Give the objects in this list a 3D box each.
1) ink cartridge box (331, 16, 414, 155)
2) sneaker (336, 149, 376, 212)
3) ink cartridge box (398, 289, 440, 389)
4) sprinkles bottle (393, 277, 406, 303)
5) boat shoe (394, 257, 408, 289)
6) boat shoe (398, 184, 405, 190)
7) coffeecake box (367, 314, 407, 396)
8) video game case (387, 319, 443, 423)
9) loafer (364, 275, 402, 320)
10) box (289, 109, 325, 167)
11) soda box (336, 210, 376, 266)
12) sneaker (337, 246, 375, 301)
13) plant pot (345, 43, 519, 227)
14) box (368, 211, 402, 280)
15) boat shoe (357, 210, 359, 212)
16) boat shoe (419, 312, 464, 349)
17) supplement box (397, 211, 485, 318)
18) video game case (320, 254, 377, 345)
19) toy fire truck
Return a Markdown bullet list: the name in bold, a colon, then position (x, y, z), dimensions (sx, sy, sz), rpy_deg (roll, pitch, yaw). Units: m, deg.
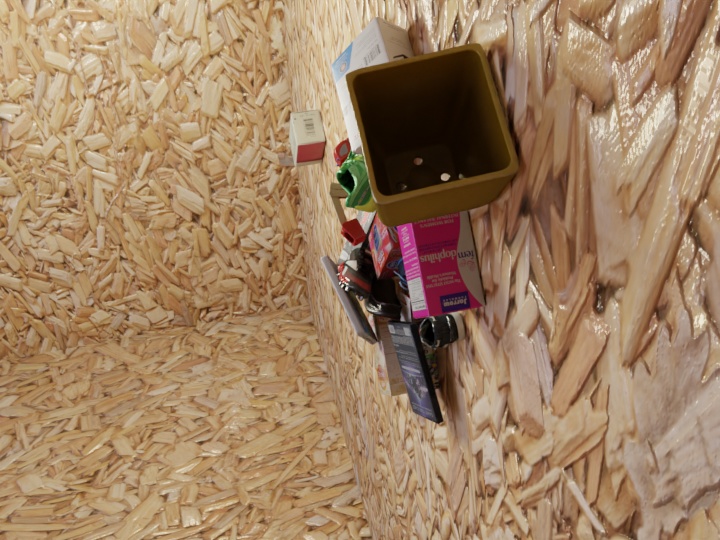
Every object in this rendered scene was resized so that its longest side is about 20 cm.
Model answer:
- **ink cartridge box**: position (0.036, -0.329, 1.282), dimensions (0.145, 0.083, 0.203), rpy_deg (-34, 61, 42)
- **sneaker**: position (-0.007, -0.205, 1.366), dimensions (0.074, 0.082, 0.202), rpy_deg (103, 165, -56)
- **ink cartridge box**: position (0.125, 0.145, 1.499), dimensions (0.109, 0.050, 0.203), rpy_deg (-138, 40, -75)
- **sprinkles bottle**: position (0.059, -0.004, 1.677), dimensions (0.069, 0.067, 0.202), rpy_deg (97, 161, -59)
- **boat shoe**: position (0.110, 0.005, 1.341), dimensions (0.200, 0.083, 0.070), rpy_deg (108, 162, -75)
- **boat shoe**: position (0.080, -0.238, 1.368), dimensions (0.069, 0.070, 0.203), rpy_deg (32, 129, 41)
- **coffeecake box**: position (0.077, 0.206, 1.759), dimensions (0.154, 0.072, 0.203), rpy_deg (136, 124, -79)
- **video game case**: position (0.110, 0.202, 1.426), dimensions (0.143, 0.019, 0.203), rpy_deg (175, 78, -74)
- **loafer**: position (0.045, 0.047, 1.528), dimensions (0.200, 0.072, 0.072), rpy_deg (-128, 53, -67)
- **box**: position (-0.196, -0.483, 2.569), dimensions (0.200, 0.107, 0.130), rpy_deg (117, 142, -74)
- **soda box**: position (0.015, -0.074, 1.634), dimensions (0.071, 0.063, 0.202), rpy_deg (55, 130, 46)
- **sneaker**: position (0.000, 0.000, 1.523), dimensions (0.098, 0.071, 0.201), rpy_deg (-52, 13, 9)
- **plant pot**: position (0.095, -0.164, 1.002), dimensions (0.200, 0.191, 0.198), rpy_deg (81, 176, -72)
- **box**: position (0.080, -0.062, 1.419), dimensions (0.200, 0.094, 0.101), rpy_deg (110, 150, -71)
- **boat shoe**: position (0.020, -0.215, 1.696), dimensions (0.063, 0.072, 0.203), rpy_deg (-108, 19, -61)
- **boat shoe**: position (0.141, 0.113, 1.333), dimensions (0.200, 0.059, 0.077), rpy_deg (119, 140, -75)
- **supplement box**: position (0.128, -0.028, 1.159), dimensions (0.103, 0.100, 0.203), rpy_deg (156, 103, -79)
- **video game case**: position (-0.024, 0.073, 1.660), dimensions (0.202, 0.022, 0.182), rpy_deg (64, -176, 17)
- **toy fire truck**: position (-0.015, -0.169, 1.459), dimensions (0.201, 0.140, 0.049), rpy_deg (56, 169, 10)
